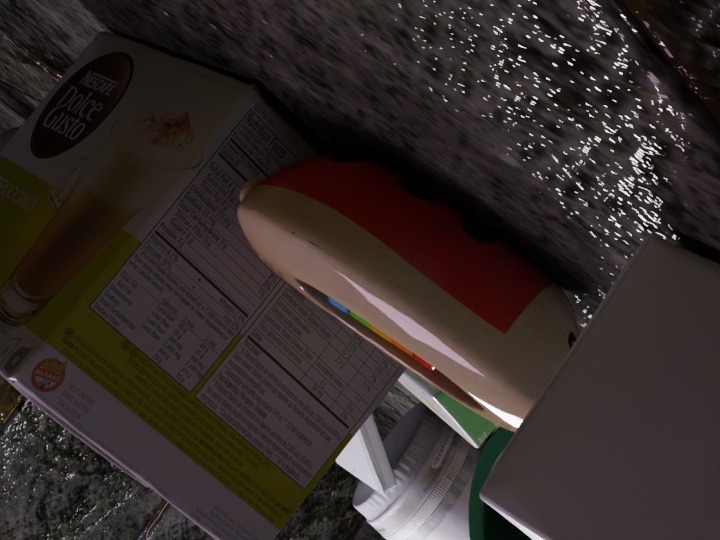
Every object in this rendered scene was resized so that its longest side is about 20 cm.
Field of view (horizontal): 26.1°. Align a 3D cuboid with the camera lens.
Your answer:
[{"bbox_3d":[0.112,0.265,1.771,0.199,0.160,0.160,36,173,-7],"label":"camera lens"}]

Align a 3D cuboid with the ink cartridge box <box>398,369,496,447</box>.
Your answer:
[{"bbox_3d":[0.087,0.101,1.196,0.200,0.048,0.146,40,175,27],"label":"ink cartridge box"}]

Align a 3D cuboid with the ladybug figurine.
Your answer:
[{"bbox_3d":[0.028,0.004,0.766,0.199,0.072,0.136,34,174,7],"label":"ladybug figurine"}]

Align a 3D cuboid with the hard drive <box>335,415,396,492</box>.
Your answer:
[{"bbox_3d":[-0.026,0.133,1.689,0.132,0.026,0.201,21,134,65],"label":"hard drive"}]

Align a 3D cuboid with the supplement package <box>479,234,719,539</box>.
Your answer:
[{"bbox_3d":[0.162,0.092,0.521,0.199,0.118,0.117,29,171,42],"label":"supplement package"}]

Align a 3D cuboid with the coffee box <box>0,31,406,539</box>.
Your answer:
[{"bbox_3d":[-0.107,0.008,0.905,0.200,0.198,0.199,45,170,-36],"label":"coffee box"}]

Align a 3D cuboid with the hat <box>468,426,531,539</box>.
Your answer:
[{"bbox_3d":[0.187,0.169,1.078,0.175,0.166,0.200,-1,-145,-36],"label":"hat"}]

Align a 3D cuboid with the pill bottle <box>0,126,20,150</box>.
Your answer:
[{"bbox_3d":[-0.390,-0.111,1.856,0.113,0.113,0.200,39,172,-32],"label":"pill bottle"}]
